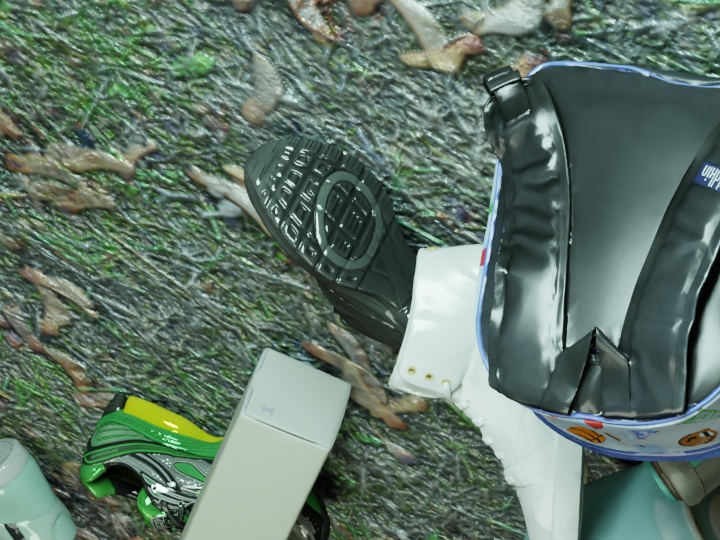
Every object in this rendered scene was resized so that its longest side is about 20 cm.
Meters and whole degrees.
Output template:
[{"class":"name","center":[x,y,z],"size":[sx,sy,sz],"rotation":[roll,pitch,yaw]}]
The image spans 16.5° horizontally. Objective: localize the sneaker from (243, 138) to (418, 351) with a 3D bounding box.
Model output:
[{"class":"sneaker","center":[0.000,0.000,1.517],"size":[0.200,0.076,0.091],"rotation":[43,155,-14]}]

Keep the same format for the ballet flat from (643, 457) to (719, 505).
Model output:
[{"class":"ballet flat","center":[0.189,0.084,1.440],"size":[0.068,0.064,0.200],"rotation":[53,-174,-10]}]

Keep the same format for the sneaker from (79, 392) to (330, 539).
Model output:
[{"class":"sneaker","center":[-0.114,0.165,1.824],"size":[0.199,0.085,0.078],"rotation":[18,146,18]}]

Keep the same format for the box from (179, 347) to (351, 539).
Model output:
[{"class":"box","center":[-0.076,0.158,1.717],"size":[0.068,0.082,0.201],"rotation":[23,126,-3]}]

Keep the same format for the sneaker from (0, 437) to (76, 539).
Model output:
[{"class":"sneaker","center":[-0.323,0.205,2.054],"size":[0.200,0.074,0.118],"rotation":[-8,125,42]}]

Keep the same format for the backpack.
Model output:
[{"class":"backpack","center":[0.149,0.001,1.282],"size":[0.199,0.191,0.154],"rotation":[7,158,33]}]

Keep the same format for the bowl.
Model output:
[{"class":"bowl","center":[0.209,0.191,1.522],"size":[0.200,0.201,0.105],"rotation":[37,125,-10]}]

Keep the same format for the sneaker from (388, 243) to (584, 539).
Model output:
[{"class":"sneaker","center":[0.075,0.078,1.462],"size":[0.115,0.074,0.201],"rotation":[-3,100,5]}]
